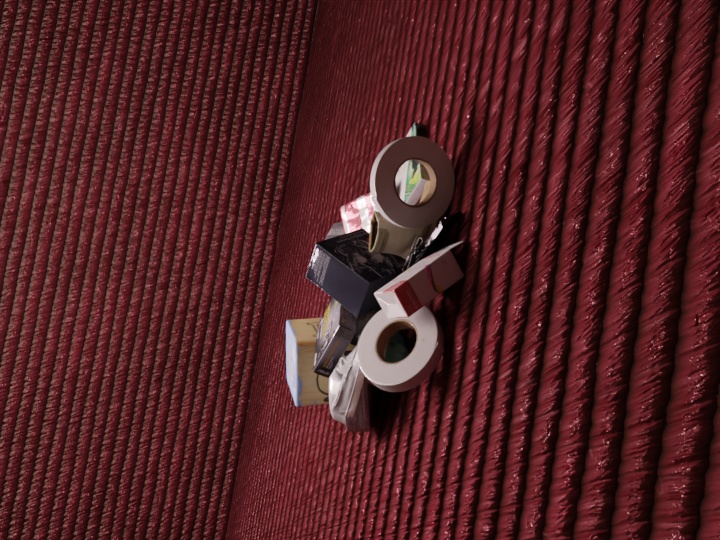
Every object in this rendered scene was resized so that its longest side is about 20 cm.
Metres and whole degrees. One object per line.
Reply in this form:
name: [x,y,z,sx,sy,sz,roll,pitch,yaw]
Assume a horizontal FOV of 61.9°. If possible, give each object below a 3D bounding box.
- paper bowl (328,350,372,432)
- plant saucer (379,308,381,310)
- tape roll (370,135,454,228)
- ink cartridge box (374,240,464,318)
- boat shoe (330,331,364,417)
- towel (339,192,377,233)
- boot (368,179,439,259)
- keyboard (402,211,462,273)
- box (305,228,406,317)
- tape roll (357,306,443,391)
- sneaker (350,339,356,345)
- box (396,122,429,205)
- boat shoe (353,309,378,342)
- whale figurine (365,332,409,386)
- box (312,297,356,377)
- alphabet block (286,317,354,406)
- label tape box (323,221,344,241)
paper bowl: [-0.024,0.307,1.534,0.201,0.102,0.206,-3,-90,-85]
plant saucer: [0.030,0.085,1.714,0.201,0.038,0.206,-169,89,-73]
tape roll: [0.117,-0.197,1.347,0.037,0.198,0.208,-159,81,-71]
ink cartridge box: [0.138,0.020,1.273,0.068,0.198,0.116,58,161,-6]
boat shoe: [-0.024,0.238,1.412,0.072,0.067,0.205,-108,32,-89]
towel: [0.024,-0.140,1.657,0.197,0.022,0.148,-19,76,39]
boot: [0.105,-0.127,1.417,0.072,0.151,0.205,-141,64,-69]
keyboard: [0.147,-0.061,1.343,0.040,0.103,0.201,46,138,15]
box: [0.000,0.000,1.493,0.181,0.198,0.106,36,122,23]
tape roll: [0.086,0.162,1.304,0.199,0.037,0.206,-20,48,23]
sneaker: [-0.023,0.137,1.640,0.091,0.065,0.203,100,163,-45]
box: [0.136,-0.269,1.596,0.145,0.036,0.204,123,150,-50]
boat shoe: [0.010,0.111,1.551,0.069,0.073,0.203,-56,40,42]
whale figurine: [0.077,0.195,1.449,0.201,0.102,0.162,-66,-9,-56]
box: [-0.062,0.142,1.502,0.202,0.047,0.160,-89,24,-57]
alphabet block: [-0.104,0.253,1.713,0.196,0.195,0.200,-132,41,-68]
label tape box: [-0.050,-0.062,1.807,0.201,0.062,0.147,-66,-29,-58]
